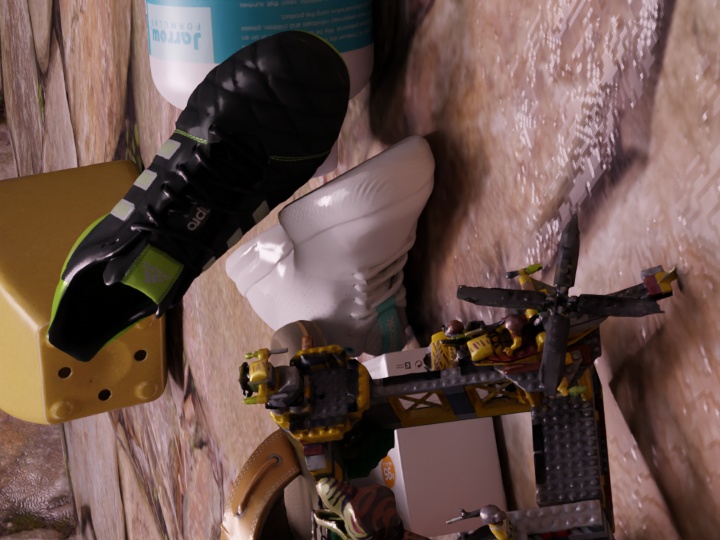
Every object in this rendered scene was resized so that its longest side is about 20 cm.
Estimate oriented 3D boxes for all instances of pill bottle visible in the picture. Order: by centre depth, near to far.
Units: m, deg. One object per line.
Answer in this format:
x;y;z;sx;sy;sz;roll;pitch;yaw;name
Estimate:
-0.050;-0.146;0.727;0.111;0.111;0.200;-142;47;-67;pill bottle

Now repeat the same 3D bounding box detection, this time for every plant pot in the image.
-0.276;0.036;1.441;0.200;0.195;0.194;-129;35;-49;plant pot

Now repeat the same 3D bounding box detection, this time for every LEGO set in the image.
0.021;0.081;0.473;0.116;0.154;0.200;61;-148;-55;LEGO set

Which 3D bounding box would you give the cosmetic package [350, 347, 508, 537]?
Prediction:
0.010;0.087;0.735;0.200;0.051;0.083;147;113;-72;cosmetic package

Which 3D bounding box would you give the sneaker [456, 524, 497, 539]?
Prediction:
0.081;0.186;0.530;0.096;0.079;0.200;-14;92;64;sneaker

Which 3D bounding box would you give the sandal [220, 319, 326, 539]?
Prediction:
-0.037;0.102;0.673;0.200;0.054;0.080;-99;15;-46;sandal

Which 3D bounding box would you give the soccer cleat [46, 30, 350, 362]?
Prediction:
-0.074;-0.027;0.684;0.200;0.068;0.081;-42;21;34;soccer cleat

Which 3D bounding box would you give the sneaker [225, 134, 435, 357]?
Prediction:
0.000;0.000;0.727;0.089;0.075;0.200;60;158;3;sneaker
